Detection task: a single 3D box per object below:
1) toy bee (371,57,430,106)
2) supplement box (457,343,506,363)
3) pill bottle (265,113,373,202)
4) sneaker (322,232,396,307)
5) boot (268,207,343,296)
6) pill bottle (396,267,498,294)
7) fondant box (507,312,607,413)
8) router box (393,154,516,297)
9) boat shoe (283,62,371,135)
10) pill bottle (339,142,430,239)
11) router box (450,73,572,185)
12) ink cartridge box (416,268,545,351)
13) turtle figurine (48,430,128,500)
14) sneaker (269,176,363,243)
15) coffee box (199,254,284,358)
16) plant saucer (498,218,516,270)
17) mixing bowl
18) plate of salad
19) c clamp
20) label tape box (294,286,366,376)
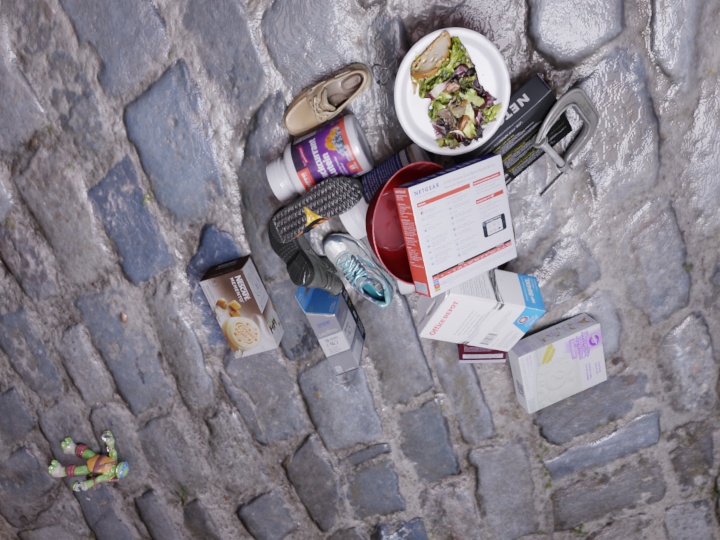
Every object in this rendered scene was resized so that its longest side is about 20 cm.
[{"bbox_3d":[0.132,-0.327,0.990,0.109,0.130,0.201,-48,114,-21],"label":"toy bee"},{"bbox_3d":[0.261,0.104,1.177,0.105,0.062,0.205,-2,125,7],"label":"supplement box"},{"bbox_3d":[-0.081,-0.210,1.067,0.195,0.112,0.114,-22,110,15],"label":"pill bottle"},{"bbox_3d":[0.000,0.000,1.165,0.199,0.087,0.078,39,112,-11],"label":"sneaker"},{"bbox_3d":[-0.115,-0.033,1.162,0.067,0.203,0.129,-39,150,20],"label":"boot"},{"bbox_3d":[0.169,-0.016,1.089,0.194,0.117,0.120,-9,113,11],"label":"pill bottle"},{"bbox_3d":[0.426,0.200,1.188,0.195,0.058,0.148,-21,112,-7],"label":"fondant box"},{"bbox_3d":[0.164,-0.078,0.919,0.196,0.049,0.185,-21,107,-25],"label":"router box"},{"bbox_3d":[-0.070,-0.324,1.041,0.197,0.065,0.072,-32,107,19],"label":"boat shoe"},{"bbox_3d":[0.055,-0.150,1.076,0.196,0.116,0.117,-28,109,17],"label":"pill bottle"},{"bbox_3d":[0.276,-0.236,1.000,0.199,0.052,0.148,-40,147,19],"label":"router box"},{"bbox_3d":[0.220,0.069,1.033,0.194,0.086,0.147,11,140,-14],"label":"ink cartridge box"},{"bbox_3d":[-0.721,0.496,1.446,0.187,0.200,0.149,5,81,9],"label":"turtle figurine"},{"bbox_3d":[-0.081,-0.124,1.055,0.196,0.090,0.071,-28,99,13],"label":"sneaker"},{"bbox_3d":[-0.264,0.083,1.237,0.111,0.080,0.205,-14,112,13],"label":"coffee box"},{"bbox_3d":[0.223,-0.064,1.141,0.193,0.032,0.206,3,114,6],"label":"plant saucer"},{"bbox_3d":[0.082,-0.083,0.962,0.195,0.108,0.207,-4,99,-27],"label":"mixing bowl"},{"bbox_3d":[0.151,-0.293,0.916,0.193,0.048,0.206,4,114,8],"label":"plate of salad"},{"bbox_3d":[0.365,-0.230,0.993,0.171,0.027,0.198,-48,143,13],"label":"c clamp"},{"bbox_3d":[-0.058,0.098,1.184,0.062,0.145,0.204,-19,111,15],"label":"label tape box"}]
